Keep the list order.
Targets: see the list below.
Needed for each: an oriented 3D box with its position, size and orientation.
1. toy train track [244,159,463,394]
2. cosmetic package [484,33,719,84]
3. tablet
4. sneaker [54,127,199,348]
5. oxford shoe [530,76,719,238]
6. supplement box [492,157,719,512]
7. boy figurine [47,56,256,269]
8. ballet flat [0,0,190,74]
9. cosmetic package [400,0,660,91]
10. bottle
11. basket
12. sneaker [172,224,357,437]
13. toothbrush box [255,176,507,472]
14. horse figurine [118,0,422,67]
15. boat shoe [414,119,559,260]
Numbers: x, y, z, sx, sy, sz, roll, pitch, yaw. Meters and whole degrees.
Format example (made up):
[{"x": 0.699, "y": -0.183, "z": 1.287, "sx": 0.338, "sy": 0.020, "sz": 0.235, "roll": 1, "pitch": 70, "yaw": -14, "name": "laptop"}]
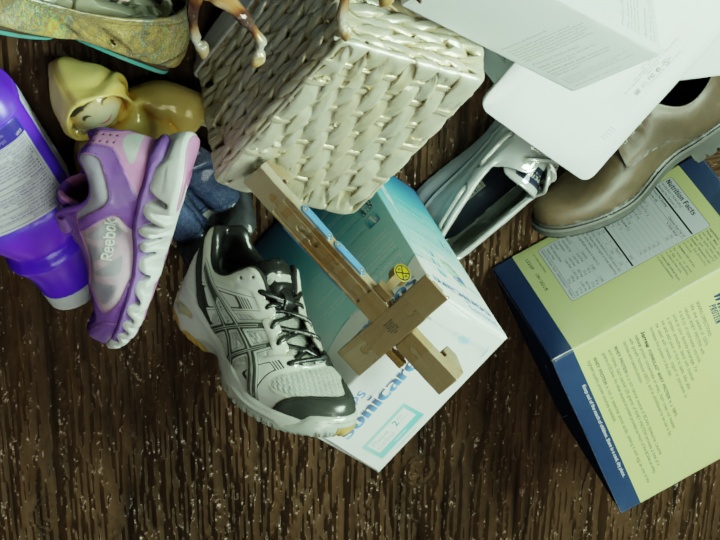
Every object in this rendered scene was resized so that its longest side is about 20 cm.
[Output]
[{"x": 0.000, "y": 0.000, "z": 1.566, "sx": 0.200, "sy": 0.033, "sz": 0.115, "roll": 47, "pitch": 134, "yaw": -2, "name": "toy train track"}, {"x": 0.194, "y": -0.197, "z": 1.703, "sx": 0.198, "sy": 0.074, "sz": 0.102, "roll": -8, "pitch": 127, "yaw": -20, "name": "cosmetic package"}, {"x": 0.194, "y": -0.166, "z": 1.670, "sx": 0.130, "sy": 0.014, "sz": 0.200, "roll": 31, "pitch": 107, "yaw": -37, "name": "tablet"}, {"x": -0.176, "y": -0.030, "z": 1.602, "sx": 0.088, "sy": 0.081, "sz": 0.201, "roll": 16, "pitch": 134, "yaw": -5, "name": "sneaker"}, {"x": 0.209, "y": -0.103, "z": 1.783, "sx": 0.200, "sy": 0.073, "sz": 0.085, "roll": -38, "pitch": 129, "yaw": -9, "name": "oxford shoe"}, {"x": 0.248, "y": 0.052, "z": 1.867, "sx": 0.199, "sy": 0.135, "sz": 0.201, "roll": -29, "pitch": 130, "yaw": -1, "name": "supplement box"}, {"x": -0.152, "y": -0.089, "z": 1.639, "sx": 0.124, "sy": 0.065, "sz": 0.200, "roll": -32, "pitch": 133, "yaw": 9, "name": "boy figurine"}, {"x": -0.199, "y": -0.188, "z": 1.545, "sx": 0.199, "sy": 0.071, "sz": 0.071, "roll": 12, "pitch": 119, "yaw": -36, "name": "ballet flat"}, {"x": 0.112, "y": -0.209, "z": 1.521, "sx": 0.081, "sy": 0.114, "sz": 0.199, "roll": -22, "pitch": 151, "yaw": 37, "name": "cosmetic package"}, {"x": -0.247, "y": -0.055, "z": 1.621, "sx": 0.083, "sy": 0.065, "sz": 0.201, "roll": -26, "pitch": 131, "yaw": 3, "name": "bottle"}, {"x": -0.014, "y": -0.142, "z": 1.574, "sx": 0.135, "sy": 0.124, "sz": 0.200, "roll": 12, "pitch": 145, "yaw": -29, "name": "basket"}, {"x": -0.066, "y": 0.039, "z": 1.606, "sx": 0.075, "sy": 0.200, "sz": 0.088, "roll": -3, "pitch": 124, "yaw": -42, "name": "sneaker"}, {"x": 0.002, "y": 0.026, "z": 1.699, "sx": 0.085, "sy": 0.200, "sz": 0.147, "roll": 32, "pitch": 107, "yaw": -37, "name": "toothbrush box"}, {"x": -0.055, "y": -0.189, "z": 1.408, "sx": 0.198, "sy": 0.050, "sz": 0.133, "roll": -13, "pitch": 139, "yaw": 13, "name": "horse figurine"}, {"x": 0.126, "y": -0.082, "z": 1.761, "sx": 0.073, "sy": 0.065, "sz": 0.200, "roll": 33, "pitch": 107, "yaw": -37, "name": "boat shoe"}]
